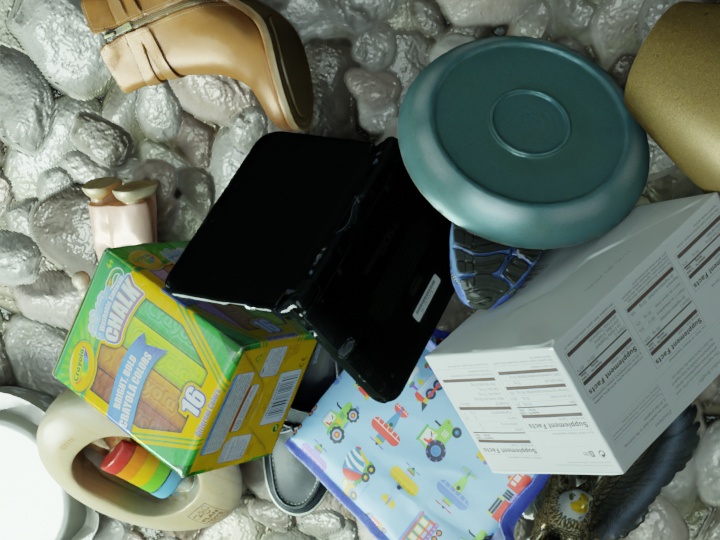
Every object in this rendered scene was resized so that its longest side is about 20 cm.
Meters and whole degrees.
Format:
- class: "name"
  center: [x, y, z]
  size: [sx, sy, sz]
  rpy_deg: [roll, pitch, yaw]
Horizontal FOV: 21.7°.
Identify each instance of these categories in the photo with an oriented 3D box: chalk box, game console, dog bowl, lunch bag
- class: "chalk box"
  center: [-0.156, 0.056, 1.526]
  size: [0.199, 0.124, 0.125]
  rpy_deg: [33, 110, 25]
- class: "game console"
  center: [-0.026, -0.007, 1.496]
  size: [0.116, 0.201, 0.176]
  rpy_deg: [-23, 118, 44]
- class: "dog bowl"
  center: [-0.321, 0.197, 1.713]
  size: [0.198, 0.059, 0.202]
  rpy_deg: [4, 104, 16]
- class: "lunch bag"
  center: [0.060, 0.153, 1.510]
  size: [0.151, 0.094, 0.200]
  rpy_deg: [-51, 53, 9]

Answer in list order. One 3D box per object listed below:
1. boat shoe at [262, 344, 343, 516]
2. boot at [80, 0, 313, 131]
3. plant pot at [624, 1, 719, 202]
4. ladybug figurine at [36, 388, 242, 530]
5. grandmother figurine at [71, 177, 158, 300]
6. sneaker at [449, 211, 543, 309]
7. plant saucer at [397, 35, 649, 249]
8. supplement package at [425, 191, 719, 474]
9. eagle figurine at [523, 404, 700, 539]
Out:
- class: "boat shoe"
  center: [-0.048, 0.120, 1.612]
  size: [0.074, 0.062, 0.201]
  rpy_deg: [16, 108, 11]
- class: "boot"
  center: [-0.137, -0.180, 1.556]
  size: [0.155, 0.077, 0.201]
  rpy_deg: [-26, 92, 19]
- class: "plant pot"
  center: [0.305, -0.116, 1.404]
  size: [0.199, 0.186, 0.187]
  rpy_deg: [32, 110, 23]
- class: "ladybug figurine"
  center: [-0.187, 0.155, 1.628]
  size: [0.199, 0.072, 0.136]
  rpy_deg: [34, 122, -28]
- class: "grandmother figurine"
  center: [-0.196, 0.023, 1.638]
  size: [0.121, 0.060, 0.202]
  rpy_deg: [11, 111, 40]
- class: "sneaker"
  center: [0.103, -0.032, 1.471]
  size: [0.075, 0.201, 0.079]
  rpy_deg: [14, 128, 0]
- class: "plant saucer"
  center: [0.128, -0.107, 1.445]
  size: [0.199, 0.201, 0.027]
  rpy_deg: [26, 148, 9]
- class: "supplement package"
  center: [0.180, 0.049, 1.399]
  size: [0.155, 0.200, 0.111]
  rpy_deg: [-9, 116, 56]
- class: "eagle figurine"
  center: [0.176, 0.174, 1.541]
  size: [0.151, 0.151, 0.201]
  rpy_deg: [28, 77, -33]
